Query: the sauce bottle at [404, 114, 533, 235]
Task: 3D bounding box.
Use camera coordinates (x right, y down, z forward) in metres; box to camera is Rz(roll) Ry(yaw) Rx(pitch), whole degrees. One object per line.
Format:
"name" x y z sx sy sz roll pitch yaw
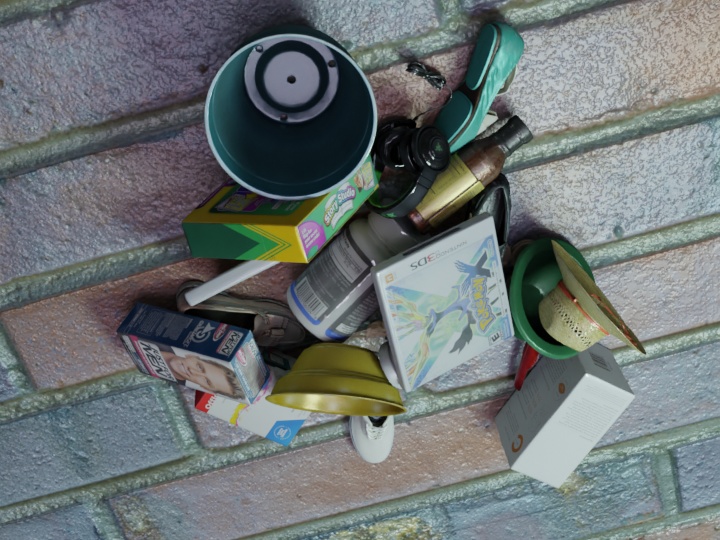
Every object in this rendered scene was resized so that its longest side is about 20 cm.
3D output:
"sauce bottle" 0.144 -0.131 1.427 0.200 0.066 0.066 -37 117 4

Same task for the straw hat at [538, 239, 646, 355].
"straw hat" 0.294 0.061 1.453 0.085 0.201 0.201 -41 116 14

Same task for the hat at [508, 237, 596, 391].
"hat" 0.236 0.063 1.579 0.165 0.176 0.200 14 74 -28

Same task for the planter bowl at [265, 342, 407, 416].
"planter bowl" -0.031 0.151 1.495 0.200 0.200 0.084 8 76 -10

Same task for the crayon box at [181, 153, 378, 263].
"crayon box" -0.098 -0.085 1.342 0.172 0.200 0.058 4 124 29

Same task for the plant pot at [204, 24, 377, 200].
"plant pot" -0.086 -0.213 1.306 0.200 0.188 0.200 -2 115 -3

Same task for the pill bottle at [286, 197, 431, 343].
"pill bottle" 0.000 0.000 1.485 0.114 0.114 0.200 37 110 -23

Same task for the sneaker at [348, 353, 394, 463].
"sneaker" 0.018 0.228 1.643 0.073 0.071 0.200 -6 120 -3

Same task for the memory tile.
"memory tile" 0.213 0.019 1.576 0.200 0.017 0.154 3 120 -8

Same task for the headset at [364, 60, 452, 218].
"headset" 0.058 -0.169 1.395 0.094 0.123 0.200 27 89 -36

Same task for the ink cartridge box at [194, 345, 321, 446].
"ink cartridge box" -0.170 0.170 1.592 0.200 0.067 0.116 25 114 -18

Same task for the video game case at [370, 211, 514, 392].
"video game case" 0.114 0.044 1.416 0.182 0.022 0.200 -26 123 -17

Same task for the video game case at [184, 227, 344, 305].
"video game case" -0.124 -0.014 1.431 0.200 0.182 0.024 -26 92 9

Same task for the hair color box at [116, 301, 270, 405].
"hair color box" -0.235 0.116 1.489 0.200 0.061 0.100 11 142 27

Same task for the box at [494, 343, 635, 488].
"box" 0.310 0.213 1.634 0.097 0.124 0.200 25 115 -19

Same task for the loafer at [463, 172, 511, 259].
"loafer" 0.171 -0.040 1.488 0.068 0.070 0.201 5 113 -8

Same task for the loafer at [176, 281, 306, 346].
"loafer" -0.173 0.075 1.539 0.200 0.063 0.072 18 116 -15

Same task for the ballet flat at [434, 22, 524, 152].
"ballet flat" 0.161 -0.229 1.401 0.070 0.067 0.200 10 121 -28

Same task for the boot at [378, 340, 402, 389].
"boot" 0.098 0.111 1.522 0.095 0.200 0.074 -29 86 20

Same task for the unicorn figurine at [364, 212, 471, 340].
"unicorn figurine" 0.099 0.032 1.476 0.074 0.137 0.200 41 68 -6
